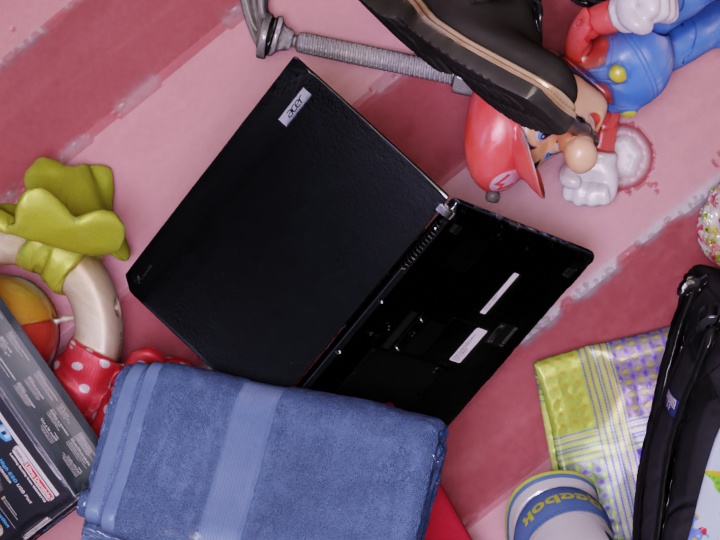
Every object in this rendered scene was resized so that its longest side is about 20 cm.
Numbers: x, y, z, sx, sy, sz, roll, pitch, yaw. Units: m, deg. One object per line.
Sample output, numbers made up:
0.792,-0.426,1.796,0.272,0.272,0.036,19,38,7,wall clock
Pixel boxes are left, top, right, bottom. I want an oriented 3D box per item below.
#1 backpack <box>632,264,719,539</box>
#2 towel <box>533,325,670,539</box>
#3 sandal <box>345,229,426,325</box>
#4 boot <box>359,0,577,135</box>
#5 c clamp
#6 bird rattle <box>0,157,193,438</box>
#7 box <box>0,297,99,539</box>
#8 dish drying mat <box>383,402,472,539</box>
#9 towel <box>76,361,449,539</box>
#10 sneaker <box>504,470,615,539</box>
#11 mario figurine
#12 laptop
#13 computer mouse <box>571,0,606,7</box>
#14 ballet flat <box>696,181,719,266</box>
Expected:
0.217,0.120,1.341,0.153,0.163,0.201,22,100,-11,backpack
0.213,0.099,1.424,0.199,0.023,0.145,-11,91,4,towel
-0.022,-0.006,1.423,0.199,0.055,0.082,1,133,9,sandal
0.090,-0.168,1.331,0.138,0.200,0.077,-49,131,1,boot
0.014,-0.152,1.432,0.199,0.027,0.172,18,92,3,c clamp
-0.187,0.036,1.435,0.162,0.113,0.201,-11,103,16,bird rattle
-0.254,0.081,1.408,0.159,0.046,0.200,-38,87,38,box
0.031,0.174,1.405,0.077,0.018,0.201,-27,111,3,dish drying mat
-0.053,0.117,1.323,0.199,0.049,0.112,10,68,17,towel
0.125,0.222,1.389,0.074,0.082,0.201,-12,109,-8,sneaker
0.153,-0.102,1.379,0.199,0.106,0.124,-33,107,-3,mario figurine
0.000,0.000,1.377,0.177,0.199,0.103,-50,47,22,laptop
0.167,-0.265,1.408,0.140,0.046,0.201,-17,90,6,computer mouse
0.288,-0.065,1.395,0.199,0.064,0.076,-31,90,5,ballet flat
